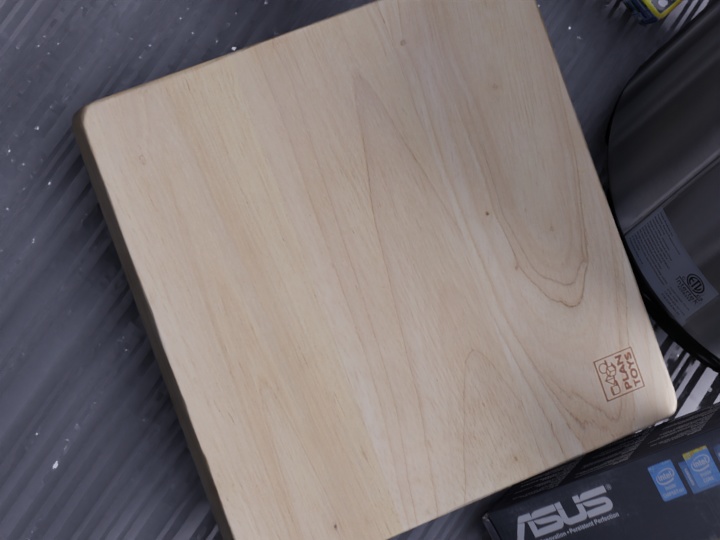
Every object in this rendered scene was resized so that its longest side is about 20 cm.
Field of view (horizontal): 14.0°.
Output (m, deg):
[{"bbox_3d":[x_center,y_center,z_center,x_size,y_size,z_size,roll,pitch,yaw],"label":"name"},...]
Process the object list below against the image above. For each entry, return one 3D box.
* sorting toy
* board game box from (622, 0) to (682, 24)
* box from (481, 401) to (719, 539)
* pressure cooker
[{"bbox_3d":[0.000,0.000,1.188,0.198,0.070,0.201,-21,94,-20],"label":"sorting toy"},{"bbox_3d":[0.127,-0.241,1.257,0.200,0.062,0.200,-41,98,-16],"label":"board game box"},{"bbox_3d":[0.170,0.130,1.181,0.162,0.199,0.049,63,33,-6],"label":"box"},{"bbox_3d":[0.213,-0.055,1.182,0.175,0.200,0.179,25,57,-14],"label":"pressure cooker"}]
